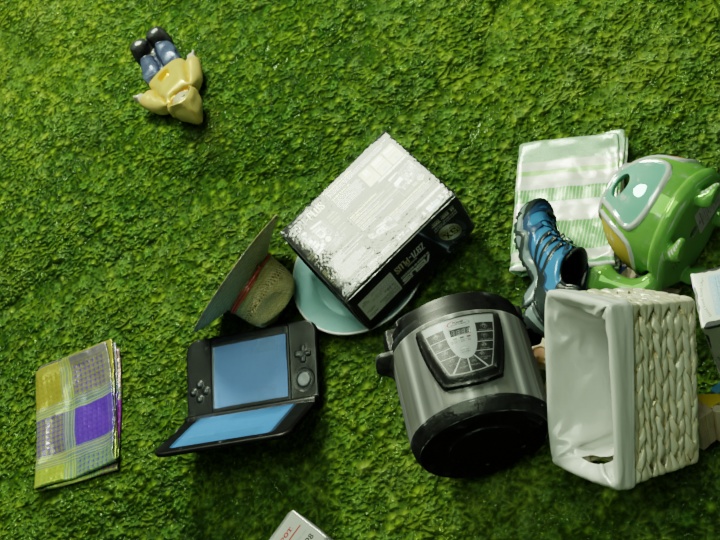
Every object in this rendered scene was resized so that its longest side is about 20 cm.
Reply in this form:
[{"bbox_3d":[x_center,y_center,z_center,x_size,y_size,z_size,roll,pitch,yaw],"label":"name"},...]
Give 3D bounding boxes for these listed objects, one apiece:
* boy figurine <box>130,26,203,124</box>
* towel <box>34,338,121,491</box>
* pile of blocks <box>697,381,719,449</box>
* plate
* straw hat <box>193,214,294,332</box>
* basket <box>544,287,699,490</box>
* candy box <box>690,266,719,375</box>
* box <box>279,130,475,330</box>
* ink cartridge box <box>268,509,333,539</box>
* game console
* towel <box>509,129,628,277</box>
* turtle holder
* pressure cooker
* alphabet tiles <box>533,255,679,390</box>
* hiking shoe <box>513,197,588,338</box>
[{"bbox_3d":[-0.304,-0.296,2.042,0.123,0.065,0.201,-32,50,3],"label":"boy figurine"},{"bbox_3d":[-0.404,0.205,1.831,0.142,0.023,0.203,-18,56,16],"label":"towel"},{"bbox_3d":[0.445,0.162,1.420,0.197,0.063,0.083,0,38,25],"label":"pile of blocks"},{"bbox_3d":[0.000,0.000,1.746,0.197,0.026,0.203,-12,57,20],"label":"plate"},{"bbox_3d":[-0.135,0.026,1.746,0.085,0.201,0.202,36,80,-1],"label":"straw hat"},{"bbox_3d":[0.287,0.119,1.406,0.135,0.122,0.204,-167,71,-65],"label":"basket"},{"bbox_3d":[0.473,0.047,1.397,0.197,0.168,0.073,-15,56,17],"label":"candy box"},{"bbox_3d":[0.022,-0.053,1.696,0.200,0.086,0.164,-44,53,-3],"label":"box"},{"bbox_3d":[-0.062,0.373,1.539,0.199,0.067,0.116,30,79,35],"label":"ink cartridge box"},{"bbox_3d":[-0.160,0.152,1.677,0.197,0.116,0.179,-11,70,20],"label":"game console"},{"bbox_3d":[0.267,-0.087,1.661,0.150,0.023,0.203,-5,59,25],"label":"towel"},{"bbox_3d":[0.351,-0.049,1.540,0.131,0.140,0.188,30,112,32],"label":"turtle holder"},{"bbox_3d":[0.122,0.122,1.525,0.178,0.174,0.202,-40,47,34],"label":"pressure cooker"},{"bbox_3d":[0.294,0.071,1.573,0.164,0.006,0.202,9,67,29],"label":"alphabet tiles"},{"bbox_3d":[0.240,-0.012,1.550,0.086,0.074,0.202,-33,43,34],"label":"hiking shoe"}]
